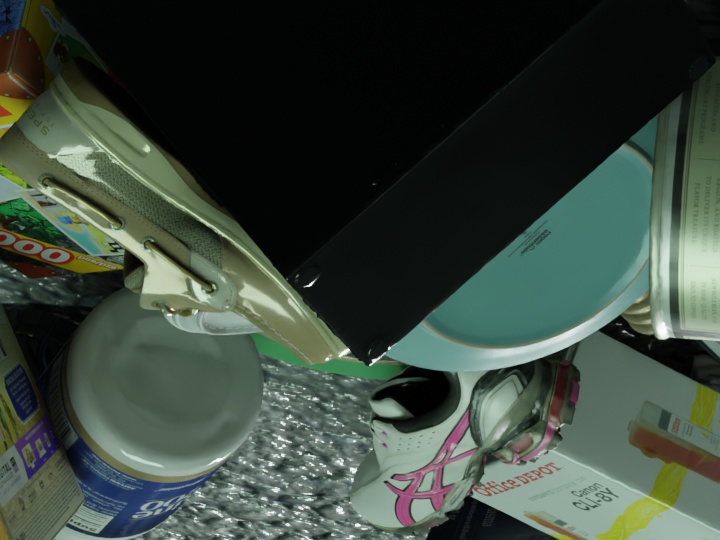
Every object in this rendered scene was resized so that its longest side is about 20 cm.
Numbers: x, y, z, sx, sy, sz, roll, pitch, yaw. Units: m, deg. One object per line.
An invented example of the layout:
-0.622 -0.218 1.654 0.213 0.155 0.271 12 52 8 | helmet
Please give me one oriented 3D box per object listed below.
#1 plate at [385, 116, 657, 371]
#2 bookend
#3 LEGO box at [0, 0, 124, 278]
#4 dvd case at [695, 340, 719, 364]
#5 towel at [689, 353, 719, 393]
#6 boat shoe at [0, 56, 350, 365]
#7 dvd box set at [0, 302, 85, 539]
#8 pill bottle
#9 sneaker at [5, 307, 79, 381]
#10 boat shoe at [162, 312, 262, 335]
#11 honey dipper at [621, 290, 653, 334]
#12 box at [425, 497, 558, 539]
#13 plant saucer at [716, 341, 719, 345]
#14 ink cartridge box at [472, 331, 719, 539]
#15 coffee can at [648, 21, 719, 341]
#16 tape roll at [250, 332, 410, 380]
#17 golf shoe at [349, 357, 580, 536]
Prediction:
0.081 -0.019 1.308 0.200 0.026 0.200 -13 135 -13 | plate
0.007 -0.102 1.168 0.200 0.199 0.092 48 180 34 | bookend
-0.161 -0.075 1.343 0.149 0.077 0.200 -6 153 33 | LEGO box
0.228 0.011 1.471 0.143 0.018 0.200 -6 153 31 | dvd case
0.294 0.109 1.660 0.200 0.032 0.191 7 157 7 | towel
-0.084 -0.014 1.263 0.200 0.065 0.072 43 -174 -30 | boat shoe
-0.207 0.051 1.403 0.029 0.200 0.146 -21 -172 9 | dvd box set
-0.136 0.090 1.548 0.111 0.111 0.200 16 154 -15 | pill bottle
-0.161 0.072 1.697 0.200 0.075 0.078 6 160 12 | sneaker
0.000 0.000 1.356 0.200 0.069 0.072 -14 141 -24 | boat shoe
0.104 -0.034 1.367 0.038 0.038 0.200 -8 144 35 | honey dipper
0.137 0.234 1.782 0.198 0.123 0.200 6 -161 8 | box
0.269 0.025 1.430 0.200 0.032 0.200 7 157 3 | plant saucer
0.172 0.122 1.607 0.200 0.083 0.145 27 159 -13 | ink cartridge box
0.235 -0.034 1.201 0.200 0.146 0.146 4 157 12 | coffee can
-0.001 0.002 1.503 0.200 0.048 0.200 7 157 3 | tape roll
0.039 0.086 1.540 0.092 0.073 0.200 25 143 -18 | golf shoe
